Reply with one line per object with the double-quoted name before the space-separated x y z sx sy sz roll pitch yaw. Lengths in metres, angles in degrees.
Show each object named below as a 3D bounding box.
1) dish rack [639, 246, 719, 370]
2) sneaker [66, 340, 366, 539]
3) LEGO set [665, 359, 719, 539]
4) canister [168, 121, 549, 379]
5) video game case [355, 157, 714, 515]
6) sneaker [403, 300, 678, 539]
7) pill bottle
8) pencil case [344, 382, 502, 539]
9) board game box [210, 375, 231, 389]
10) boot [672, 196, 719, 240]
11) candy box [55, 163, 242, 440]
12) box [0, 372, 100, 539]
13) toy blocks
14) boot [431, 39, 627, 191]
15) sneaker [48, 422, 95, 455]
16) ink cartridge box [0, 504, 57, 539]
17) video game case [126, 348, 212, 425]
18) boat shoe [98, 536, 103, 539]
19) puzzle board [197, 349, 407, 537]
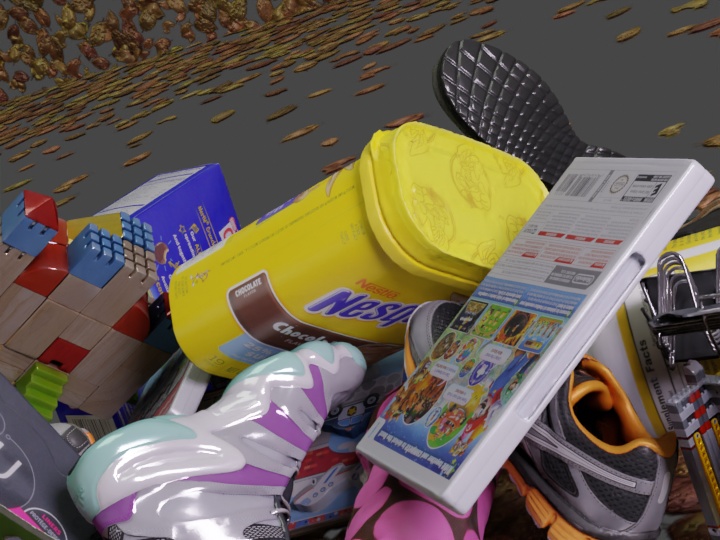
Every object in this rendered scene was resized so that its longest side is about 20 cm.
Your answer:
"dish rack" 0.209 0.011 0.860 0.153 0.055 0.200 -9 -9 12
"sneaker" -0.054 0.132 1.010 0.200 0.140 0.078 -26 -14 -30
"LEGO set" 0.244 0.072 0.837 0.154 0.116 0.200 -29 18 -26
"canister" 0.000 0.000 1.068 0.200 0.087 0.148 -28 -29 37
"video game case" 0.082 0.026 0.890 0.200 0.018 0.143 -52 16 -7
"sneaker" 0.099 0.071 0.950 0.078 0.077 0.200 -5 38 -42
"pill bottle" 0.198 0.036 1.027 0.200 0.113 0.112 -17 17 15
"pencil case" 0.022 0.139 0.962 0.094 0.091 0.200 -13 20 19
"board game box" -0.006 0.070 1.266 0.200 0.062 0.200 -19 16 10
"boot" 0.201 0.020 1.171 0.138 0.078 0.200 -37 9 -33
"candy box" -0.167 0.031 1.403 0.077 0.169 0.200 -4 23 37
"box" -0.257 0.170 1.041 0.200 0.122 0.106 -41 6 27
"toy blocks" -0.188 0.015 1.155 0.137 0.200 0.100 -43 38 26
"boot" 0.097 -0.070 1.216 0.131 0.200 0.068 -15 44 54
"sneaker" -0.206 0.142 1.181 0.079 0.074 0.200 -45 1 -14
"ink cartridge box" -0.085 0.174 0.776 0.076 0.200 0.148 -28 18 -24
"video game case" -0.123 0.073 1.194 0.143 0.017 0.200 -51 12 37
"boat shoe" -0.118 0.176 1.048 0.074 0.068 0.199 -13 29 41
"puzzle board" -0.059 0.115 1.151 0.200 0.017 0.151 -18 38 23
